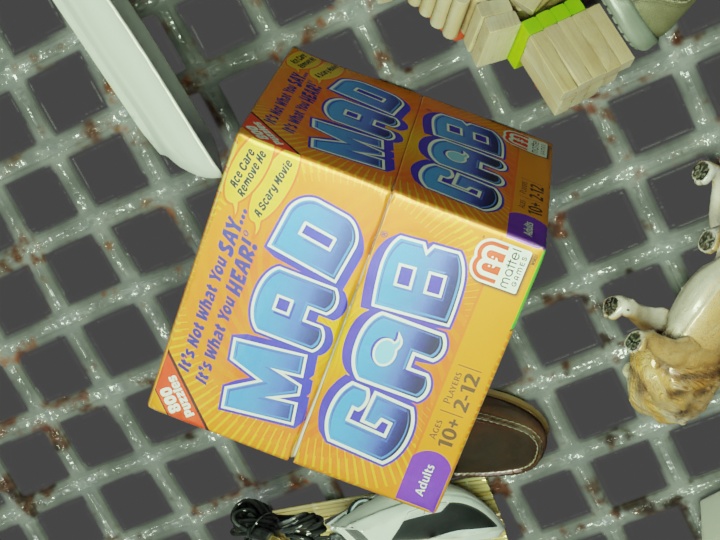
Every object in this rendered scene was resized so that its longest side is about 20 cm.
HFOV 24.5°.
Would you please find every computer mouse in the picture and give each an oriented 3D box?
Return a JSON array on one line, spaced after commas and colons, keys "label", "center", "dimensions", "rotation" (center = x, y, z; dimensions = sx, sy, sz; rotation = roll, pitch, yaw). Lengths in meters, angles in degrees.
[{"label": "computer mouse", "center": [0.012, 0.178, 1.213], "dimensions": [0.199, 0.110, 0.044], "rotation": [0, 85, -23]}]

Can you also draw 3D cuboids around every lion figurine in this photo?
[{"label": "lion figurine", "center": [0.242, 0.018, 1.146], "dimensions": [0.122, 0.073, 0.200], "rotation": [24, 111, -38]}]

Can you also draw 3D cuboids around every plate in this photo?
[{"label": "plate", "center": [-0.157, -0.150, 1.074], "dimensions": [0.032, 0.200, 0.200], "rotation": [-33, 105, 0]}]

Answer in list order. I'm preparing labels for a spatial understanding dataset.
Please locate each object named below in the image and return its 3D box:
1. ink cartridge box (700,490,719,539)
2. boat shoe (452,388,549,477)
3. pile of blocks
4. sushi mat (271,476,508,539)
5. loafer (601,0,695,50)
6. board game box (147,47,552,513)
[{"label": "ink cartridge box", "center": [0.365, 0.196, 1.192], "dimensions": [0.200, 0.084, 0.145], "rotation": [-30, 104, 18]}, {"label": "boat shoe", "center": [0.039, 0.124, 1.225], "dimensions": [0.199, 0.070, 0.071], "rotation": [6, 114, 6]}, {"label": "pile of blocks", "center": [0.087, -0.176, 1.107], "dimensions": [0.200, 0.082, 0.062], "rotation": [36, 157, 7]}, {"label": "sushi mat", "center": [0.017, 0.214, 1.294], "dimensions": [0.199, 0.012, 0.096], "rotation": [-11, 110, 14]}, {"label": "loafer", "center": [0.158, -0.240, 1.061], "dimensions": [0.069, 0.075, 0.200], "rotation": [-29, 114, 13]}, {"label": "board game box", "center": [0.000, 0.000, 1.108], "dimensions": [0.199, 0.200, 0.201], "rotation": [20, 114, 0]}]
